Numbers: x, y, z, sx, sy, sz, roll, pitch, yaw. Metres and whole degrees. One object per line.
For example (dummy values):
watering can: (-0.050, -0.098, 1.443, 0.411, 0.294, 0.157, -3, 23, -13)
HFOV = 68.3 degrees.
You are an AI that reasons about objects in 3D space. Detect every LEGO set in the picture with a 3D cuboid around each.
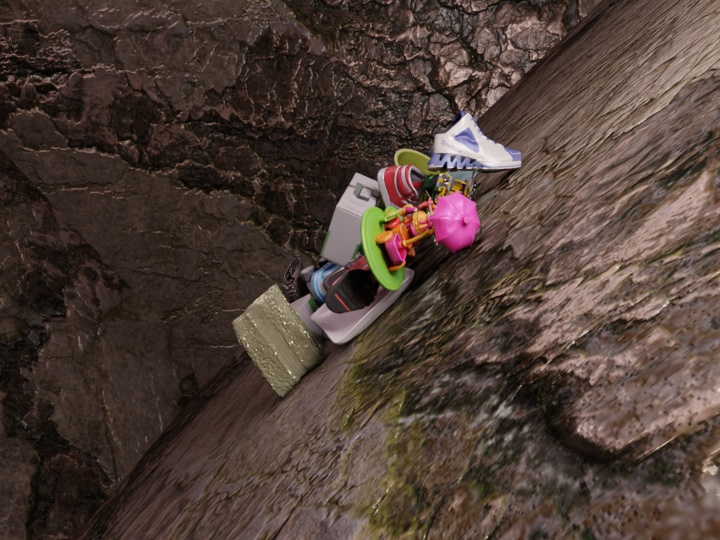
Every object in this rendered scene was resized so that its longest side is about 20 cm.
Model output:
LEGO set: (0.183, -0.122, 1.086, 0.200, 0.113, 0.158, 160, 126, -84)

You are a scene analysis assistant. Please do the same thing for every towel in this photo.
towel: (-0.178, 0.148, 1.122, 0.148, 0.201, 0.036, -43, -17, 8)

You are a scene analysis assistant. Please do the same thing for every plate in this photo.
plate: (0.004, 0.061, 1.054, 0.199, 0.033, 0.199, -42, 19, -9)

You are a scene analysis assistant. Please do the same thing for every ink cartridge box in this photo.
ink cartridge box: (-0.018, -0.124, 1.292, 0.201, 0.082, 0.148, -68, -1, -56)

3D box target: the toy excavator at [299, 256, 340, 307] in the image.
toy excavator: (-0.024, 0.007, 1.323, 0.193, 0.102, 0.197, -37, 22, -33)

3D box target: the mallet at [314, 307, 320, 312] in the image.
mallet: (-0.046, 0.082, 1.208, 0.066, 0.041, 0.199, -46, 19, -21)

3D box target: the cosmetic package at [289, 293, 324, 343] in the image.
cosmetic package: (-0.146, 0.145, 1.248, 0.083, 0.110, 0.200, -25, 12, 10)

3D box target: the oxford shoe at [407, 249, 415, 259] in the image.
oxford shoe: (0.069, -0.072, 1.130, 0.069, 0.075, 0.200, -6, -9, 14)

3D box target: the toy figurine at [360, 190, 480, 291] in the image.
toy figurine: (0.120, -0.075, 0.918, 0.180, 0.153, 0.201, -18, 20, 28)

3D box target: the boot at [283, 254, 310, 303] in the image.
boot: (-0.172, 0.085, 1.407, 0.067, 0.176, 0.204, 0, 54, 14)

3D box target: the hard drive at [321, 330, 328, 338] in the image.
hard drive: (-0.033, 0.087, 1.321, 0.132, 0.025, 0.200, -44, 7, 10)

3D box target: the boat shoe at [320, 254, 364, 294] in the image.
boat shoe: (0.000, 0.000, 1.203, 0.196, 0.073, 0.065, -18, -27, -26)

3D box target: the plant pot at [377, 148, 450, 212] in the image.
plant pot: (0.125, -0.168, 1.359, 0.191, 0.198, 0.201, -54, -2, 36)

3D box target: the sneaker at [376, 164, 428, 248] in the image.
sneaker: (0.119, -0.144, 1.210, 0.111, 0.204, 0.071, -5, 28, 43)

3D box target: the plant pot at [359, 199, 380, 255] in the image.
plant pot: (0.034, -0.130, 1.666, 0.200, 0.161, 0.201, -43, 6, 5)

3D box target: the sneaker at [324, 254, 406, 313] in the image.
sneaker: (0.006, 0.018, 1.020, 0.199, 0.075, 0.086, -39, 8, -27)

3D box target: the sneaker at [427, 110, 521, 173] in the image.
sneaker: (0.232, -0.261, 1.078, 0.193, 0.119, 0.081, 0, 4, -8)

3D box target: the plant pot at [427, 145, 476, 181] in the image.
plant pot: (0.276, -0.329, 1.528, 0.200, 0.135, 0.200, -43, 6, 5)

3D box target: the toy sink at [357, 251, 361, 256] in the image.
toy sink: (-0.032, 0.000, 1.475, 0.200, 0.112, 0.131, -43, 7, 9)
